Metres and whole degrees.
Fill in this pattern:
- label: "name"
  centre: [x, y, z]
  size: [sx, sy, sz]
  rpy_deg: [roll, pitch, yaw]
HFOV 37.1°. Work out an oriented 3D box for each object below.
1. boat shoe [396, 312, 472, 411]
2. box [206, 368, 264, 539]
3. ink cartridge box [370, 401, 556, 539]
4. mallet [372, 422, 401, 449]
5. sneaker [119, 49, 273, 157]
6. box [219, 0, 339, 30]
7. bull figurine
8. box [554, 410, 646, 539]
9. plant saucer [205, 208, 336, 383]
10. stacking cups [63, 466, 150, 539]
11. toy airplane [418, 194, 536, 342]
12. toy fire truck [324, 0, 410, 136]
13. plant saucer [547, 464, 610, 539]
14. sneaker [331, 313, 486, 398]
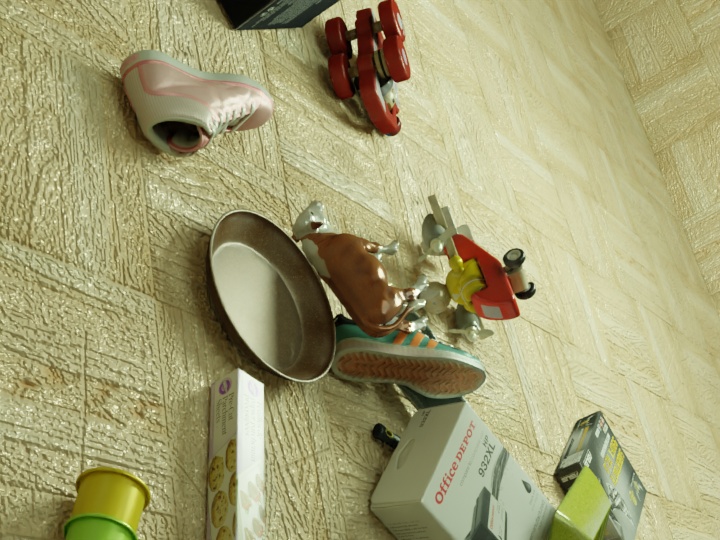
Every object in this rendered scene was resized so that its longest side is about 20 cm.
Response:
- label: "boat shoe"
  centre: [0.080, 0.134, 1.325]
  size: [0.203, 0.074, 0.065]
  rpy_deg: [56, -8, 7]
- label: "box"
  centre: [-0.112, 0.186, 0.971]
  size: [0.039, 0.041, 0.202]
  rpy_deg: [36, 37, -39]
- label: "ink cartridge box"
  centre: [0.121, 0.270, 1.210]
  size: [0.200, 0.083, 0.146]
  rpy_deg: [50, 48, -21]
- label: "mallet"
  centre: [0.086, 0.241, 1.277]
  size: [0.199, 0.041, 0.067]
  rpy_deg: [31, 41, -38]
- label: "sneaker"
  centre: [-0.167, -0.163, 1.168]
  size: [0.199, 0.075, 0.106]
  rpy_deg: [11, 50, -48]
- label: "box"
  centre: [-0.128, -0.440, 1.454]
  size: [0.198, 0.117, 0.200]
  rpy_deg: [61, 28, 1]
- label: "bull figurine"
  centre: [0.000, 0.000, 1.240]
  size: [0.120, 0.066, 0.201]
  rpy_deg: [-4, 47, -36]
- label: "box"
  centre: [0.379, 0.332, 1.680]
  size: [0.160, 0.048, 0.200]
  rpy_deg: [59, 27, -3]
- label: "plant saucer"
  centre: [-0.101, 0.032, 1.142]
  size: [0.200, 0.036, 0.202]
  rpy_deg: [40, 33, -34]
- label: "stacking cups"
  centre: [-0.202, 0.237, 0.757]
  size: [0.060, 0.060, 0.202]
  rpy_deg: [44, 35, -29]
- label: "toy airplane"
  centre: [0.134, 0.003, 1.500]
  size: [0.201, 0.140, 0.199]
  rpy_deg: [55, -12, 6]
- label: "toy fire truck"
  centre: [0.027, -0.294, 1.616]
  size: [0.169, 0.111, 0.202]
  rpy_deg: [59, 21, -49]
- label: "plant saucer"
  centre: [0.252, 0.360, 1.289]
  size: [0.199, 0.047, 0.203]
  rpy_deg: [-17, 120, -67]
- label: "sneaker"
  centre: [0.055, 0.092, 1.258]
  size: [0.197, 0.072, 0.081]
  rpy_deg: [13, 40, -21]
